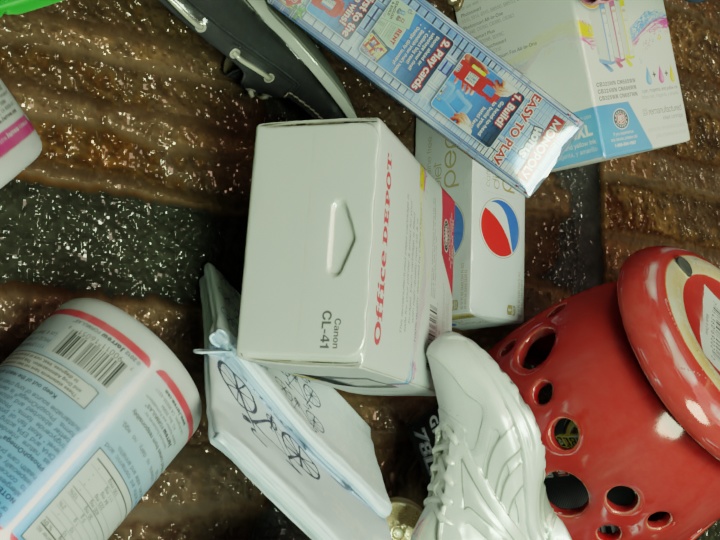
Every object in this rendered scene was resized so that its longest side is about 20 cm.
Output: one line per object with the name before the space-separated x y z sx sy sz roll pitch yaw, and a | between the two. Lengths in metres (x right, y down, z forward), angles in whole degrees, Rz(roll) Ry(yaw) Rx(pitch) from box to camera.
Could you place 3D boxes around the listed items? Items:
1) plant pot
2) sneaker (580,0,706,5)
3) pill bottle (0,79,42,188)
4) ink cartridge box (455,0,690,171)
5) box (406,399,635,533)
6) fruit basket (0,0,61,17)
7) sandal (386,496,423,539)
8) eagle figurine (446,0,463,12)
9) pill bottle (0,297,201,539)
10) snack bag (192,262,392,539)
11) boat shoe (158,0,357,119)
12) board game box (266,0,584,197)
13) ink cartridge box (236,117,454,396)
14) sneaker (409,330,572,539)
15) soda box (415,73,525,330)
plant pot | 0.205 0.100 0.821 0.199 0.182 0.202 28 41 -28
sneaker | 0.197 -0.230 0.860 0.198 0.070 0.083 18 88 -33
pill bottle | -0.261 -0.114 0.567 0.113 0.113 0.201 -45 112 -35
ink cartridge box | 0.171 -0.188 0.946 0.128 0.125 0.203 -14 93 -41
box | 0.146 0.197 0.863 0.199 0.050 0.200 7 52 -43
fruit basket | -0.212 -0.265 0.609 0.155 0.214 0.218 -31 104 -39
sandal | 0.021 0.264 0.757 0.077 0.070 0.215 1 91 -1
eagle figurine | 0.010 -0.274 0.813 0.199 0.152 0.152 28 106 -28
pill bottle | -0.183 0.117 0.604 0.109 0.108 0.200 54 54 -21
snack bag | -0.036 0.102 0.707 0.021 0.200 0.189 -36 115 9
boat shoe | -0.072 -0.154 0.773 0.060 0.074 0.200 -39 137 8
board game box | 0.054 -0.128 0.763 0.199 0.200 0.062 39 98 9
ink cartridge box | 0.000 0.000 0.741 0.200 0.085 0.150 31 61 -67
sneaker | 0.072 0.141 0.728 0.098 0.078 0.202 -21 93 -9
soda box | 0.085 -0.058 0.889 0.063 0.068 0.203 10 77 -40
